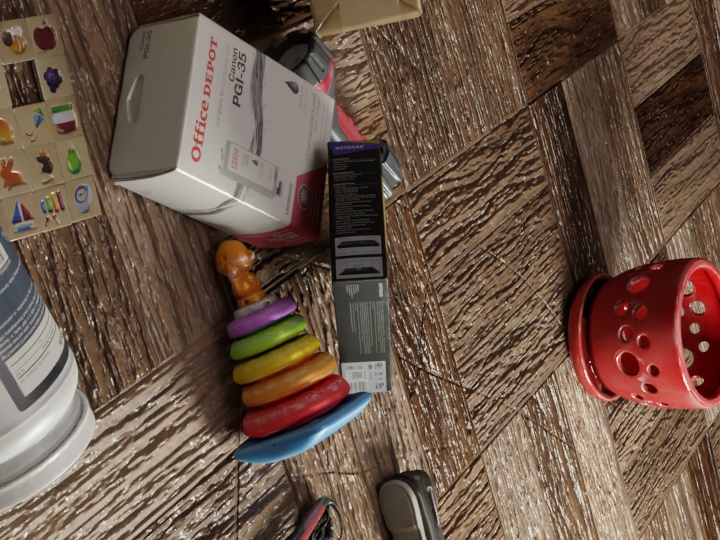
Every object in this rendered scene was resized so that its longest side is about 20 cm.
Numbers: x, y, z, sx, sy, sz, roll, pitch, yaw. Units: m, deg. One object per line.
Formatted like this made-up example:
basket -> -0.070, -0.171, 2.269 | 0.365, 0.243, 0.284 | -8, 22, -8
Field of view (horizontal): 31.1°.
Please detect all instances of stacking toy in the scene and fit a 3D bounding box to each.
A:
stacking toy -> -0.085, 0.065, 1.195 | 0.110, 0.115, 0.202 | -27, 94, -58

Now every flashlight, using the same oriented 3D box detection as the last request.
flashlight -> -0.021, -0.156, 1.321 | 0.200, 0.067, 0.068 | 47, 32, -41

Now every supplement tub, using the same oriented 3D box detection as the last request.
supplement tub -> -0.278, 0.050, 0.874 | 0.140, 0.139, 0.201 | -49, 125, -45

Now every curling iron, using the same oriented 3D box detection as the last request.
curling iron -> -0.071, 0.289, 1.229 | 0.200, 0.025, 0.050 | -48, 121, -45

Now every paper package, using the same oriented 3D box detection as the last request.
paper package -> -0.009, -0.334, 1.246 | 0.200, 0.102, 0.193 | -90, 169, -73

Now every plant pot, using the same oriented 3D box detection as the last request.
plant pot -> 0.391, 0.088, 1.763 | 0.200, 0.181, 0.203 | 9, 79, -54

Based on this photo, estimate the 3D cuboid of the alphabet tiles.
alphabet tiles -> -0.289, -0.103, 0.992 | 0.199, 0.007, 0.169 | -24, 105, -52

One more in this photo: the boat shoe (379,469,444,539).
boat shoe -> 0.073, 0.313, 1.394 | 0.057, 0.066, 0.202 | -18, 97, -49

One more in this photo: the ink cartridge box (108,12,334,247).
ink cartridge box -> -0.119, -0.120, 1.165 | 0.199, 0.082, 0.148 | 25, 67, -51

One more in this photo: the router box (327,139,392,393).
router box -> 0.000, 0.000, 1.230 | 0.201, 0.052, 0.159 | 86, 0, -56
